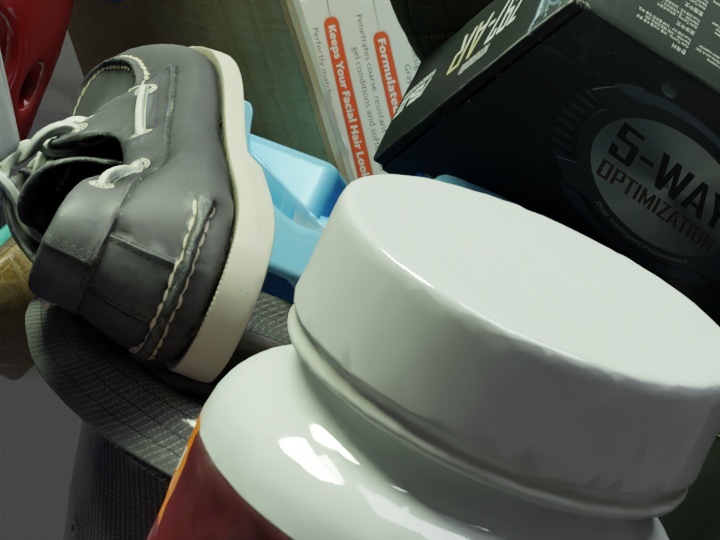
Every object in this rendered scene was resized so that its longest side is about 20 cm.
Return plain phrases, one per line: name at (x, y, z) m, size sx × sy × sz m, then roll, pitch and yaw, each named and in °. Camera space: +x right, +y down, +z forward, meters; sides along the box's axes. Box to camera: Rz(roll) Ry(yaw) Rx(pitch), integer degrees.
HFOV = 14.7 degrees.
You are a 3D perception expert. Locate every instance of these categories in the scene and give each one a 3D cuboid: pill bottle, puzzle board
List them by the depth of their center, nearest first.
pill bottle at (0.001, 0.088, 0.630) m, size 0.114 × 0.200 × 0.114 m, roll 22°, pitch 16°, yaw -7°
puzzle board at (-0.063, -0.088, 1.052) m, size 0.017 × 0.201 × 0.151 m, roll -30°, pitch 25°, yaw -31°

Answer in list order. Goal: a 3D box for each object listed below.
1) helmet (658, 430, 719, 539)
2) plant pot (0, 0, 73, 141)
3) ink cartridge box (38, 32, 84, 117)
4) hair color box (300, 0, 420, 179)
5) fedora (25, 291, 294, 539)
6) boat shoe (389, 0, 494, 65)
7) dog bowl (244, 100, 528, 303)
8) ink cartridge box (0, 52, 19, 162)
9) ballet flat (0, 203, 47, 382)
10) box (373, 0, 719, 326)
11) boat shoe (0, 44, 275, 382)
helmet at (0.151, 0.113, 0.784) m, size 0.199 × 0.191 × 0.200 m, roll 16°, pitch 0°, yaw 0°
plant pot at (-0.189, -0.120, 0.968) m, size 0.200 × 0.183 × 0.200 m, roll 29°, pitch 0°, yaw 0°
ink cartridge box at (-0.212, -0.153, 1.272) m, size 0.200 × 0.083 × 0.146 m, roll 37°, pitch 21°, yaw 36°
hair color box at (0.013, -0.057, 1.072) m, size 0.064 × 0.111 × 0.200 m, roll -16°, pitch 6°, yaw -41°
fedora at (-0.027, 0.074, 0.822) m, size 0.176 × 0.091 × 0.200 m, roll 20°, pitch 10°, yaw -16°
boat shoe at (0.084, -0.070, 0.960) m, size 0.072 × 0.066 × 0.201 m, roll -12°, pitch -47°, yaw 45°
dog bowl at (0.000, 0.000, 0.947) m, size 0.200 × 0.050 × 0.112 m, roll 22°, pitch -16°, yaw 26°
ink cartridge box at (-0.221, -0.071, 0.736) m, size 0.199 × 0.145 × 0.145 m, roll 3°, pitch 29°, yaw 28°
ballet flat at (-0.105, 0.005, 1.002) m, size 0.072 × 0.068 × 0.200 m, roll 42°, pitch 11°, yaw -8°
box at (0.122, -0.023, 0.880) m, size 0.200 × 0.044 × 0.160 m, roll 32°, pitch -24°, yaw -12°
boat shoe at (-0.072, -0.030, 0.807) m, size 0.063 × 0.073 × 0.200 m, roll 19°, pitch 15°, yaw -17°
